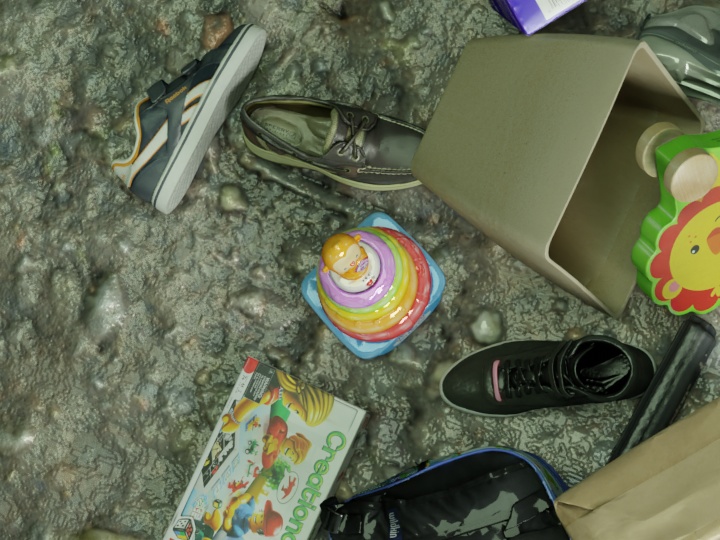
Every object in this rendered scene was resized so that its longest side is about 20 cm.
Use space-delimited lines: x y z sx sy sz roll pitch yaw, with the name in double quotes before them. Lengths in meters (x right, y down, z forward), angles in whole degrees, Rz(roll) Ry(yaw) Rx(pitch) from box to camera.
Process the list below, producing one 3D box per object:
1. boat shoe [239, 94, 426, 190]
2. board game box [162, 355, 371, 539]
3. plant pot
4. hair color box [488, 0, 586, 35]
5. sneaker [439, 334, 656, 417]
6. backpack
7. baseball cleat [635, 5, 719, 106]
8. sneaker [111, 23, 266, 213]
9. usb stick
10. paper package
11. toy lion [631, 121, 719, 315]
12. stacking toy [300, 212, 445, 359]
"boat shoe" -0.021 -0.122 1.746 0.198 0.065 0.074 8 80 11
"board game box" -0.088 0.196 1.715 0.126 0.035 0.201 23 85 13
"plant pot" 0.165 -0.102 1.648 0.176 0.200 0.201 23 84 31
"hair color box" 0.166 -0.278 1.671 0.109 0.200 0.065 -31 104 3
"sneaker" 0.163 0.090 1.656 0.198 0.099 0.071 -5 81 11
"backpack" 0.097 0.249 1.611 0.199 0.147 0.184 -26 74 14
"baseball cleat" 0.348 -0.184 1.688 0.199 0.070 0.107 24 59 -2
"sneaker" -0.168 -0.160 1.773 0.079 0.078 0.201 30 88 8
"usb stick" 0.261 0.135 1.652 0.032 0.055 0.201 26 85 31
"paper package" 0.282 0.205 1.547 0.190 0.200 0.104 -32 64 9
"toy lion" 0.326 -0.058 1.623 0.199 0.193 0.069 -26 39 -11
"stacking toy" 0.000 0.000 1.650 0.116 0.200 0.110 -43 75 -1
